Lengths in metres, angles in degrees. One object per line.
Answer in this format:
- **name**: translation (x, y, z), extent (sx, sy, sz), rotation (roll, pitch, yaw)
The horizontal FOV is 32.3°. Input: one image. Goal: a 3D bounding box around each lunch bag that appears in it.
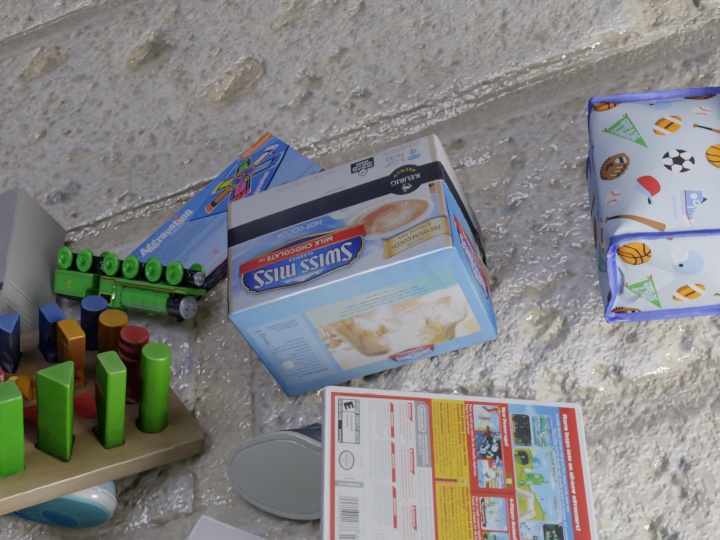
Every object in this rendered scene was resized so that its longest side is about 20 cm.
- **lunch bag**: translation (0.285, -0.060, 0.986), extent (0.199, 0.124, 0.171), rotation (-2, 50, 6)

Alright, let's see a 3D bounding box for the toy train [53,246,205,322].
- **toy train**: translation (-0.227, 0.012, 1.209), extent (0.199, 0.042, 0.057), rotation (8, 91, 38)

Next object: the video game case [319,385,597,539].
- **video game case**: translation (0.070, 0.155, 0.905), extent (0.199, 0.017, 0.144), rotation (5, 54, -7)

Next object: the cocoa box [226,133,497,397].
- **cocoa box**: translation (0.000, 0.000, 1.059), extent (0.199, 0.134, 0.132), rotation (-17, 48, 13)

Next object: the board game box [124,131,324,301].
- **board game box**: translation (-0.134, -0.051, 1.249), extent (0.200, 0.019, 0.103), rotation (-43, 49, -12)

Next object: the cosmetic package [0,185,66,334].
- **cosmetic package**: translation (-0.369, 0.023, 1.250), extent (0.106, 0.090, 0.201), rotation (-22, 48, 16)

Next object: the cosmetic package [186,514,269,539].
- **cosmetic package**: translation (-0.036, 0.243, 0.909), extent (0.199, 0.083, 0.051), rotation (13, 56, 33)

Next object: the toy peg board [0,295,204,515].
- **toy peg board**: translation (-0.263, 0.086, 1.071), extent (0.199, 0.098, 0.199), rotation (-13, 39, -32)

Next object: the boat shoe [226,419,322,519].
- **boat shoe**: translation (-0.013, 0.153, 1.002), extent (0.199, 0.073, 0.062), rotation (-10, 8, 26)

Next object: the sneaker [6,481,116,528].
- **sneaker**: translation (-0.284, 0.152, 1.109), extent (0.199, 0.080, 0.131), rotation (3, 55, 27)
